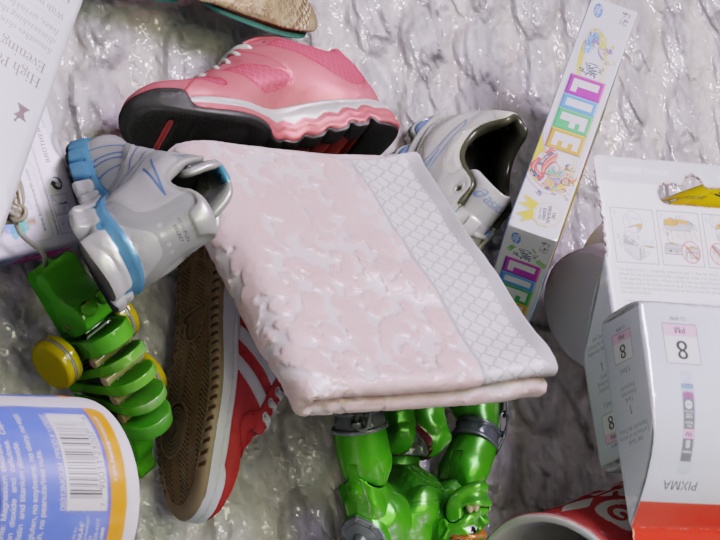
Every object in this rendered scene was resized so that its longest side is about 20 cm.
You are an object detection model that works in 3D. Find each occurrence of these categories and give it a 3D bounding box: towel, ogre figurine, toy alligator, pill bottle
[{"bbox_3d":[0.000,0.000,1.338,0.190,0.032,0.200,-1,46,-36],"label":"towel"},{"bbox_3d":[0.034,0.117,1.392,0.200,0.098,0.120,37,56,-79],"label":"ogre figurine"},{"bbox_3d":[-0.149,0.033,1.264,0.059,0.054,0.201,-40,118,-37],"label":"toy alligator"},{"bbox_3d":[0.223,0.004,1.584,0.200,0.113,0.113,-18,87,-42],"label":"pill bottle"},{"bbox_3d":[-0.223,0.118,1.162,0.199,0.112,0.113,4,73,-39],"label":"pill bottle"}]

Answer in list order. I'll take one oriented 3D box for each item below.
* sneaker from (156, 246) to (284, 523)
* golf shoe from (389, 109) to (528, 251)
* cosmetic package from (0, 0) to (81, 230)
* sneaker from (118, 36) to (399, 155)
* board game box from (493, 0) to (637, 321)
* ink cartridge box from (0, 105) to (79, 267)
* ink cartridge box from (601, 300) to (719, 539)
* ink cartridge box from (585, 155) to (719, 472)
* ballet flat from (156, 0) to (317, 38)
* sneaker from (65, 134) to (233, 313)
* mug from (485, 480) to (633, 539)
[{"bbox_3d":[-0.056,0.063,1.352,0.112,0.071,0.201,21,60,-31],"label":"sneaker"},{"bbox_3d":[0.049,-0.027,1.457,0.078,0.097,0.201,36,56,-28],"label":"golf shoe"},{"bbox_3d":[-0.228,-0.082,1.190,0.102,0.074,0.201,31,56,-30],"label":"cosmetic package"},{"bbox_3d":[-0.073,-0.105,1.412,0.200,0.074,0.087,-1,55,-40],"label":"sneaker"},{"bbox_3d":[0.131,-0.065,1.519,0.034,0.135,0.200,19,57,5],"label":"board game box"},{"bbox_3d":[-0.251,-0.051,1.244,0.200,0.042,0.120,-14,85,-45],"label":"ink cartridge box"},{"bbox_3d":[0.237,0.123,1.398,0.162,0.057,0.201,5,65,-29],"label":"ink cartridge box"},{"bbox_3d":[0.220,0.032,1.487,0.162,0.057,0.201,3,66,-29],"label":"ink cartridge box"},{"bbox_3d":[-0.099,-0.192,1.398,0.199,0.070,0.065,8,111,-40],"label":"ballet flat"},{"bbox_3d":[-0.113,-0.038,1.267,0.086,0.200,0.075,-26,112,-1],"label":"sneaker"},{"bbox_3d":[0.181,0.214,1.489,0.200,0.133,0.178,-18,125,-47],"label":"mug"}]
